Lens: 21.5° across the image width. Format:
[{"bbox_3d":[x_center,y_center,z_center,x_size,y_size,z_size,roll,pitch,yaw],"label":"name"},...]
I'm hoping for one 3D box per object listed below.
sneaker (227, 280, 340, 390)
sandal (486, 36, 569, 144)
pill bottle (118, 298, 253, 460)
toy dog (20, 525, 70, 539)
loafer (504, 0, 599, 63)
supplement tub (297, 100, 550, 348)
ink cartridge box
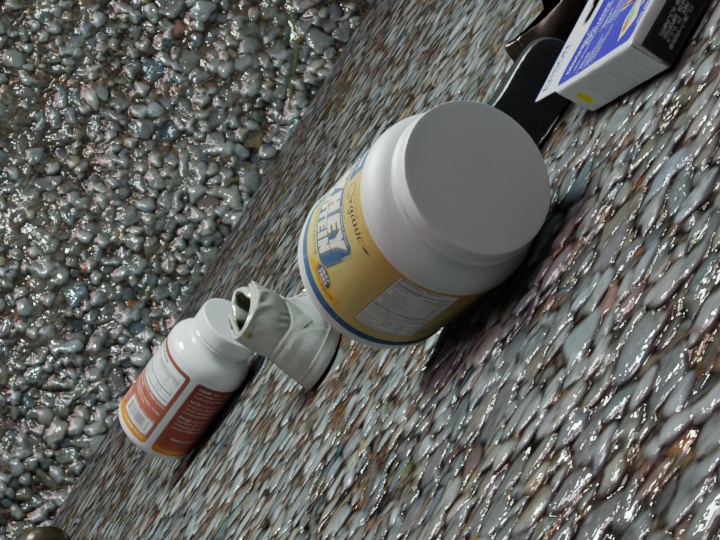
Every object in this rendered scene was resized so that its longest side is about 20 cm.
[{"bbox_3d":[-0.077,0.039,1.982,0.074,0.115,0.200,-55,8,20],"label":"sneaker"},{"bbox_3d":[0.116,-0.112,1.626,0.200,0.076,0.043,-47,11,0],"label":"sandal"},{"bbox_3d":[-0.211,0.134,2.374,0.200,0.112,0.112,-52,10,27],"label":"pill bottle"},{"bbox_3d":[-0.236,0.309,1.627,0.140,0.199,0.194,-56,9,5],"label":"toy dog"},{"bbox_3d":[0.194,-0.253,1.677,0.201,0.071,0.073,-59,9,-13],"label":"loafer"},{"bbox_3d":[0.048,-0.035,1.468,0.145,0.144,0.200,-62,10,-30],"label":"supplement tub"},{"bbox_3d":[0.230,-0.223,1.481,0.199,0.047,0.200,-61,8,-14],"label":"ink cartridge box"}]
